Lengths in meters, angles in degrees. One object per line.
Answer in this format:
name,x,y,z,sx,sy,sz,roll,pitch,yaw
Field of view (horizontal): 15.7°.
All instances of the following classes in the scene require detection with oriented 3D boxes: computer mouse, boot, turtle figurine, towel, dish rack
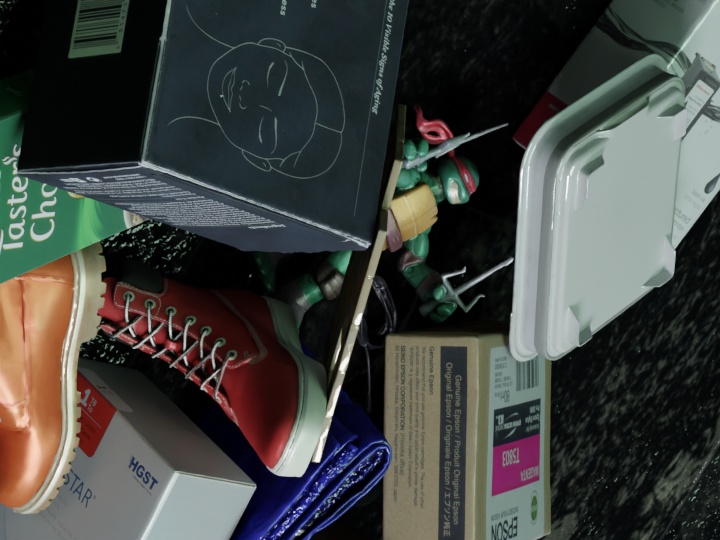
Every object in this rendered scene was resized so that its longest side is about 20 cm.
computer mouse,-0.003,0.086,1.935,0.059,0.034,0.201,-21,124,-41
boot,-0.104,0.059,1.683,0.144,0.200,0.073,19,108,-22
boot,-0.235,0.068,1.693,0.107,0.075,0.201,-4,115,-32
turtle figurine,0.021,-0.031,1.819,0.200,0.101,0.150,-27,120,-4
towel,-0.066,0.130,1.783,0.148,0.200,0.050,-47,116,1
dish rack,0.174,-0.037,1.837,0.171,0.043,0.201,-33,136,-38

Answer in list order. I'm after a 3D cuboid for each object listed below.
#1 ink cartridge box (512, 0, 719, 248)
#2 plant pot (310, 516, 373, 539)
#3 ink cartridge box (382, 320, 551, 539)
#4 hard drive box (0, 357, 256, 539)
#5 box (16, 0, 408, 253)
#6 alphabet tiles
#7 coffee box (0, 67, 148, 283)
ink cartridge box,0.230,-0.133,1.938,0.200,0.083,0.145,-53,138,4
plant pot,-0.031,0.268,1.908,0.200,0.198,0.201,-21,130,-28
ink cartridge box,0.080,0.122,1.894,0.200,0.075,0.165,-6,96,-71
hard drive box,-0.178,0.183,1.753,0.077,0.156,0.200,15,107,-44
box,-0.083,-0.130,1.582,0.196,0.124,0.201,19,76,-44
alphabet tiles,0.000,0.000,1.685,0.008,0.167,0.201,15,114,-4
coffee box,-0.194,-0.065,1.617,0.200,0.044,0.123,-25,133,-44
